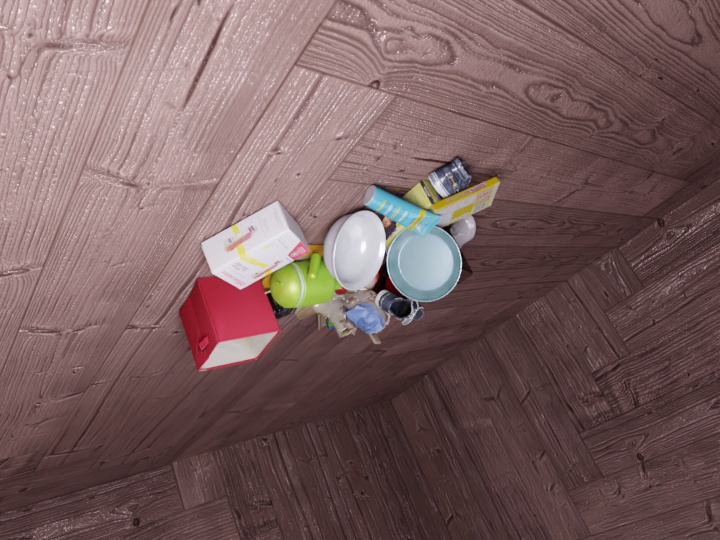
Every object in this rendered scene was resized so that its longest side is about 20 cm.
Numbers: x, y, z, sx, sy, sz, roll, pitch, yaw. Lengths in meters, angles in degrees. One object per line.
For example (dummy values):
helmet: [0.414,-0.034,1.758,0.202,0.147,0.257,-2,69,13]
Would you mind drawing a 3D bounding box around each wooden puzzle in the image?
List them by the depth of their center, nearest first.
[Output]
wooden puzzle: [-0.056,0.151,1.947,0.198,0.047,0.186,-21,157,-13]

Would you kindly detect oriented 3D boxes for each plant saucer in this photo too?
plant saucer: [0.167,-0.020,1.432,0.199,0.201,0.036,-34,174,20]

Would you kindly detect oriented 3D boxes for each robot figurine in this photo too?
robot figurine: [-0.145,0.034,1.415,0.199,0.117,0.175,-8,160,-39]

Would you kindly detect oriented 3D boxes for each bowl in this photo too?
bowl: [-0.031,-0.058,1.397,0.200,0.090,0.203,-21,119,-46]

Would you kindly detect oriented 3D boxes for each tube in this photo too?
tube: [0.100,-0.144,1.342,0.199,0.051,0.077,23,135,-27]

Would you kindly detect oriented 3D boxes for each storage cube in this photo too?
storage cube: [-0.338,0.130,1.416,0.199,0.181,0.171,-7,152,-40]

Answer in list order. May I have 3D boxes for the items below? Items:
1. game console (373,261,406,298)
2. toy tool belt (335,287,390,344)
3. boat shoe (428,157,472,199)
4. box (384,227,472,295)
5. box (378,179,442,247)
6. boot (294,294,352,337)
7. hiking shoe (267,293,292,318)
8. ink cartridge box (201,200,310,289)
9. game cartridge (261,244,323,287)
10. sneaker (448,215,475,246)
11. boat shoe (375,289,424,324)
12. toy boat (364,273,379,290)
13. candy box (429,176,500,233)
game console: [0.084,0.069,1.692,0.171,0.201,0.119,17,126,-1]
toy tool belt: [-0.005,0.112,1.515,0.124,0.124,0.200,-27,131,31]
boat shoe: [0.252,-0.219,1.422,0.090,0.071,0.200,-31,156,18]
box: [0.189,-0.027,1.570,0.164,0.167,0.200,-34,157,21]
box: [0.117,-0.145,1.439,0.200,0.076,0.050,-40,154,28]
boot: [-0.100,0.146,1.740,0.199,0.156,0.072,-28,158,6]
hiking shoe: [-0.232,0.095,1.607,0.199,0.076,0.100,-28,170,42]
ink cartridge box: [-0.234,-0.052,1.251,0.199,0.084,0.145,-28,158,5]
game cartridge: [-0.163,-0.009,1.494,0.199,0.033,0.176,0,146,-45]
sneaker: [0.278,-0.100,1.714,0.115,0.074,0.200,-21,159,-19]
boat shoe: [0.121,0.105,1.517,0.200,0.062,0.075,31,93,-48]
toy boat: [0.000,0.000,1.609,0.131,0.130,0.200,-47,171,-32]
candy box: [0.264,-0.169,1.423,0.199,0.027,0.103,-24,151,-16]
